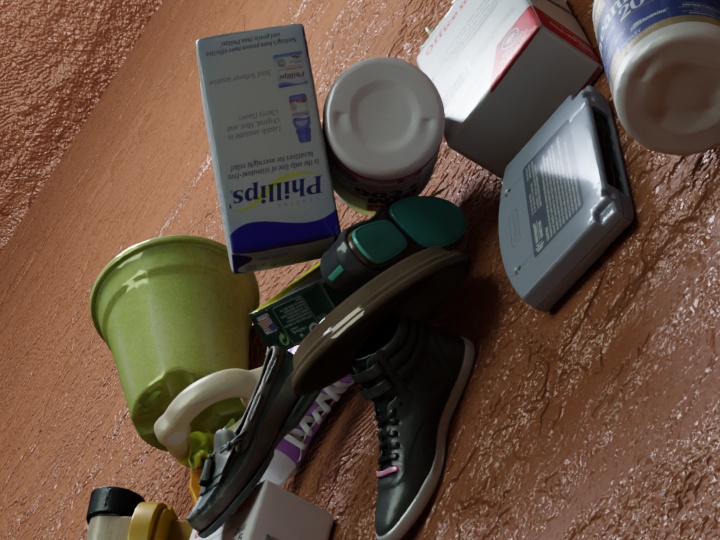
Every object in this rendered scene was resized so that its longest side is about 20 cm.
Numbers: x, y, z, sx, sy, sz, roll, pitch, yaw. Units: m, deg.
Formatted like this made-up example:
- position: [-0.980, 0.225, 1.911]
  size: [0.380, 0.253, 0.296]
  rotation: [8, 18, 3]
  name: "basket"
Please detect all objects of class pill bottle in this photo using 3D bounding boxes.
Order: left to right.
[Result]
- position: [0.019, -0.120, 1.708]
  size: [0.114, 0.112, 0.200]
  rotation: [-64, -4, -10]
  name: "pill bottle"
- position: [0.243, -0.188, 1.428]
  size: [0.111, 0.110, 0.201]
  rotation: [-49, 23, 27]
  name: "pill bottle"

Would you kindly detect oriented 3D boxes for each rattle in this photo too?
- position: [-0.105, 0.159, 1.857]
  size: [0.199, 0.131, 0.143]
  rotation: [-31, 36, 2]
  name: "rattle"

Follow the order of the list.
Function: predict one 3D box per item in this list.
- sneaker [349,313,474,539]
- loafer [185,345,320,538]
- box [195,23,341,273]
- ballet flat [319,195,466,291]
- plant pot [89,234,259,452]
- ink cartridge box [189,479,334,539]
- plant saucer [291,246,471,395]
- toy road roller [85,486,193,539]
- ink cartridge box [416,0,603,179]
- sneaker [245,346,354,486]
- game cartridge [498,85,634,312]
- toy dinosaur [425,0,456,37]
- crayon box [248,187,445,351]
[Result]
- position: [0.024, 0.129, 1.540]
  size: [0.071, 0.099, 0.202]
  rotation: [-21, 44, 57]
  name: "sneaker"
- position: [-0.110, 0.156, 1.670]
  size: [0.201, 0.063, 0.072]
  rotation: [-54, 13, -32]
  name: "loafer"
- position: [-0.088, -0.110, 1.692]
  size: [0.184, 0.104, 0.202]
  rotation: [124, 137, -84]
  name: "box"
- position: [0.025, -0.021, 1.638]
  size: [0.073, 0.073, 0.199]
  rotation: [-47, -13, 30]
  name: "ballet flat"
- position: [-0.199, 0.096, 2.023]
  size: [0.201, 0.199, 0.185]
  rotation: [-49, 34, 27]
  name: "plant pot"
- position: [-0.114, 0.312, 1.640]
  size: [0.145, 0.084, 0.201]
  rotation: [-35, 31, 48]
  name: "ink cartridge box"
- position: [0.014, 0.042, 1.614]
  size: [0.199, 0.030, 0.200]
  rotation: [-36, -11, -8]
  name: "plant saucer"
- position: [-0.196, 0.310, 1.803]
  size: [0.201, 0.144, 0.124]
  rotation: [73, -159, -54]
  name: "toy road roller"
- position: [0.138, -0.200, 1.726]
  size: [0.145, 0.083, 0.201]
  rotation: [-52, 25, 21]
  name: "ink cartridge box"
- position: [-0.048, 0.119, 1.769]
  size: [0.114, 0.072, 0.202]
  rotation: [-14, 49, 59]
  name: "sneaker"
- position: [0.171, -0.059, 1.538]
  size: [0.134, 0.041, 0.201]
  rotation: [-53, 21, 31]
  name: "game cartridge"
- position: [0.122, -0.272, 1.908]
  size: [0.101, 0.058, 0.201]
  rotation: [-47, 24, 28]
  name: "toy dinosaur"
- position: [0.000, 0.000, 1.743]
  size: [0.200, 0.051, 0.127]
  rotation: [-38, 8, -39]
  name: "crayon box"
